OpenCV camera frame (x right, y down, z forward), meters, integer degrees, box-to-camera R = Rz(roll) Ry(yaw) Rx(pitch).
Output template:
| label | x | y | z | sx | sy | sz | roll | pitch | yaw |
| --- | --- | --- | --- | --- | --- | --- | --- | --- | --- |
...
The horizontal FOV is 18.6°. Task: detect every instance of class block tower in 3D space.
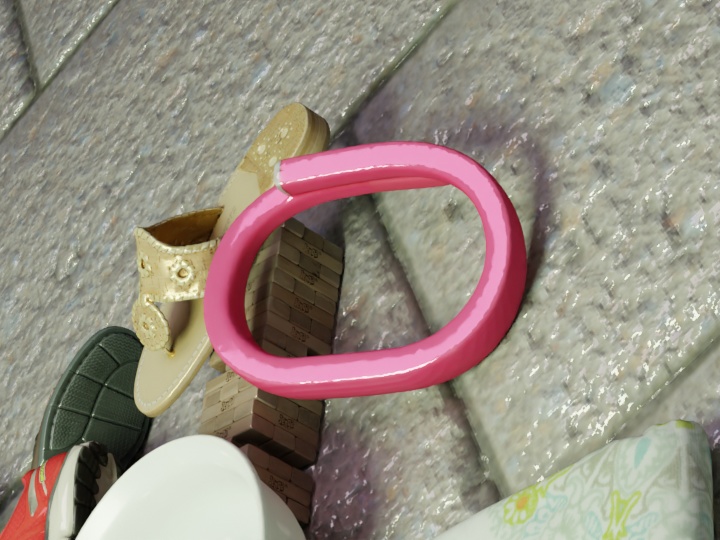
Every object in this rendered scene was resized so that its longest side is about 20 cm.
| label | x | y | z | sx | sy | sz | roll | pitch | yaw |
| --- | --- | --- | --- | --- | --- | --- | --- | --- | --- |
| block tower | -0.055 | 0.060 | 1.320 | 0.058 | 0.054 | 0.201 | -27 | 45 | 39 |

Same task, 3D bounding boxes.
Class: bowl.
| label | x | y | z | sx | sy | sz | roll | pitch | yaw |
| --- | --- | --- | --- | --- | --- | --- | --- | --- | --- |
| bowl | -0.087 | 0.200 | 1.211 | 0.201 | 0.090 | 0.202 | -32 | 44 | 36 |

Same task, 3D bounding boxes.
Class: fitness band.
| label | x | y | z | sx | sy | sz | roll | pitch | yaw |
| --- | --- | --- | --- | --- | --- | --- | --- | --- | --- |
| fitness band | 0.000 | 0.000 | 1.246 | 0.199 | 0.037 | 0.144 | -7 | 66 | 26 |

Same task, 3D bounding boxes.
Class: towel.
| label | x | y | z | sx | sy | sz | roll | pitch | yaw |
| --- | --- | --- | --- | --- | --- | --- | --- | --- | --- |
| towel | 0.086 | 0.179 | 1.037 | 0.200 | 0.048 | 0.172 | -32 | 42 | 35 |

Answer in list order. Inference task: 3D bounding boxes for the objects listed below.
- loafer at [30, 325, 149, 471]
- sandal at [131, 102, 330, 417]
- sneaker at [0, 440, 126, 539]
| label | x | y | z | sx | sy | sz | roll | pitch | yaw |
| --- | --- | --- | --- | --- | --- | --- | --- | --- | --- |
| loafer | -0.192 | 0.132 | 1.435 | 0.063 | 0.072 | 0.201 | -19 | 51 | 53 |
| sandal | -0.104 | -0.019 | 1.335 | 0.212 | 0.070 | 0.078 | -58 | 32 | 2 |
| sneaker | -0.191 | 0.198 | 1.322 | 0.085 | 0.077 | 0.201 | -20 | 41 | 32 |
